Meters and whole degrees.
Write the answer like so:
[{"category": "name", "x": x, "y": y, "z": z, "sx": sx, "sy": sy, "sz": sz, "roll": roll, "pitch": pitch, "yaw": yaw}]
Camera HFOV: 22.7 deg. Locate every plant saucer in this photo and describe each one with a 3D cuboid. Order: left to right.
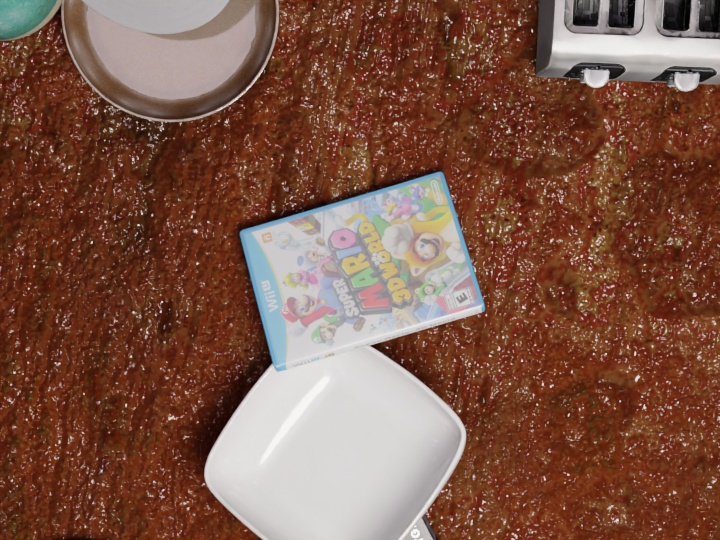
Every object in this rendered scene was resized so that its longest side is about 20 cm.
[{"category": "plant saucer", "x": -0.175, "y": -0.238, "z": 1.657, "sx": 0.200, "sy": 0.032, "sz": 0.200, "roll": 0, "pitch": 96, "yaw": 0}]

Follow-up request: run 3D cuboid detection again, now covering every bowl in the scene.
[{"category": "bowl", "x": -0.019, "y": 0.173, "z": 1.650, "sx": 0.200, "sy": 0.075, "sz": 0.200, "roll": 36, "pitch": 85, "yaw": 18}]

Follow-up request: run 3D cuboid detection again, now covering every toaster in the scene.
[{"category": "toaster", "x": 0.256, "y": -0.263, "z": 1.613, "sx": 0.181, "sy": 0.119, "sz": 0.200, "roll": 3, "pitch": 96, "yaw": -1}]

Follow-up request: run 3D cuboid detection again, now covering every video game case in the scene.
[{"category": "video game case", "x": 0.000, "y": 0.000, "z": 1.657, "sx": 0.200, "sy": 0.018, "sz": 0.143, "roll": -17, "pitch": 68, "yaw": 1}]

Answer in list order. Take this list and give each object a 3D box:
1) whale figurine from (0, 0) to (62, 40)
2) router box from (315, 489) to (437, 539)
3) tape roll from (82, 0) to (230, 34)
[{"category": "whale figurine", "x": -0.366, "y": -0.281, "z": 1.613, "sx": 0.200, "sy": 0.104, "sz": 0.159, "roll": 14, "pitch": 93, "yaw": 9}, {"category": "router box", "x": 0.020, "y": 0.324, "z": 1.704, "sx": 0.157, "sy": 0.052, "sz": 0.200, "roll": -28, "pitch": 95, "yaw": 3}, {"category": "tape roll", "x": -0.181, "y": -0.308, "z": 1.551, "sx": 0.200, "sy": 0.066, "sz": 0.200, "roll": 13, "pitch": 129, "yaw": 16}]
